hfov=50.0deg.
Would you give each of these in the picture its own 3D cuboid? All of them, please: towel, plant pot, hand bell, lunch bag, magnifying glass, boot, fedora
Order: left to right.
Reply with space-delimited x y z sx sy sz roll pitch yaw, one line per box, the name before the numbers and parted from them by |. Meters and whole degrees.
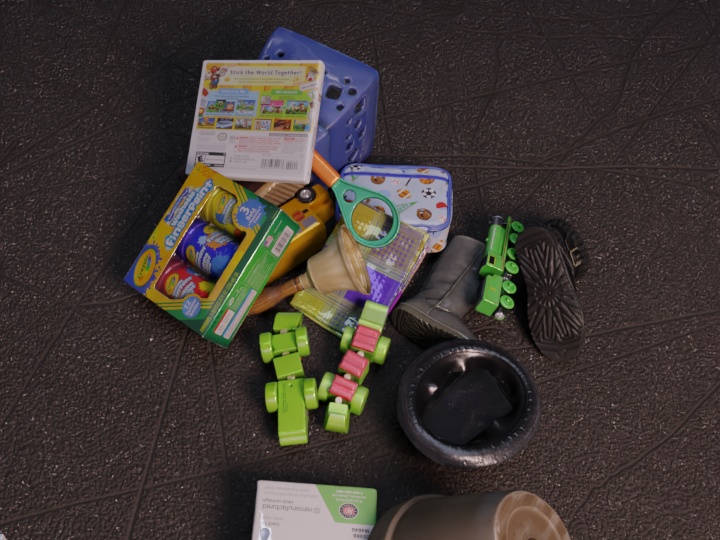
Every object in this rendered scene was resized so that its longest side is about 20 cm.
boot | -0.188 -0.153 1.209 0.199 0.072 0.167 -38 64 8
hand bell | -0.094 0.020 1.107 0.197 0.104 0.105 -22 51 11
plant pot | -0.097 -0.241 1.271 0.198 0.201 0.181 26 59 12
magnifying glass | -0.022 -0.115 1.141 0.080 0.022 0.200 -45 84 4
towel | 0.000 0.000 1.148 0.142 0.023 0.202 30 77 13
lunch bag | 0.050 -0.107 1.249 0.196 0.076 0.162 5 51 4
fedora | 0.137 0.189 1.023 0.197 0.092 0.203 5 51 -6
boot | 0.163 0.049 1.166 0.181 0.073 0.199 37 48 17
plant pot | 0.129 0.319 0.820 0.198 0.173 0.202 24 47 -27
boot | 0.309 0.024 1.192 0.078 0.215 0.157 -11 -1 28

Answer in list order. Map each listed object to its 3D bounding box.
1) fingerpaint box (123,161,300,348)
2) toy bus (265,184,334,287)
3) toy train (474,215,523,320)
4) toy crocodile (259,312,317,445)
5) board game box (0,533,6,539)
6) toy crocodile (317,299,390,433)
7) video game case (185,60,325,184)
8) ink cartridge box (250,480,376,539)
fingerpaint box | -0.208 -0.024 1.079 0.166 0.073 0.202 30 85 26
toy bus | -0.119 -0.046 1.170 0.199 0.065 0.078 -35 62 -20
toy train | 0.208 -0.009 1.163 0.056 0.042 0.202 23 47 -5
toy crocodile | -0.095 0.141 1.042 0.066 0.062 0.202 -10 55 -1
board game box | -0.465 0.380 0.808 0.132 0.034 0.202 4 51 -6
toy crocodile | -0.007 0.129 1.057 0.067 0.062 0.202 21 63 8
video game case | -0.158 -0.224 1.154 0.197 0.023 0.185 5 81 17
ink cartridge box | -0.057 0.351 0.865 0.143 0.085 0.202 5 51 -5
